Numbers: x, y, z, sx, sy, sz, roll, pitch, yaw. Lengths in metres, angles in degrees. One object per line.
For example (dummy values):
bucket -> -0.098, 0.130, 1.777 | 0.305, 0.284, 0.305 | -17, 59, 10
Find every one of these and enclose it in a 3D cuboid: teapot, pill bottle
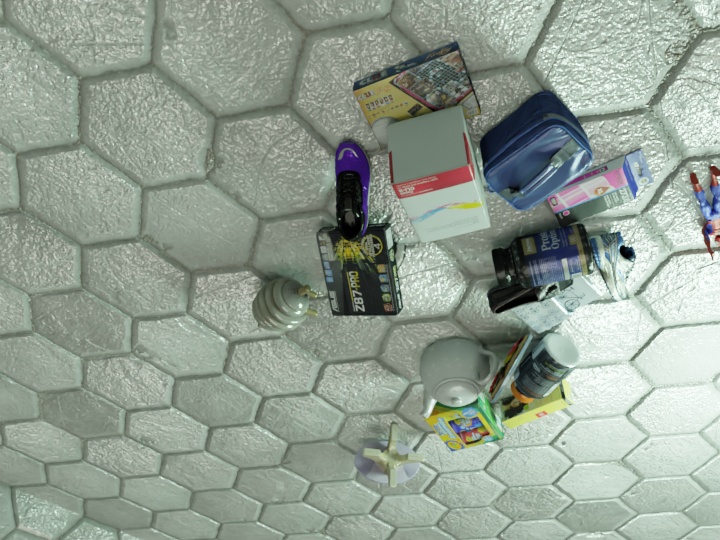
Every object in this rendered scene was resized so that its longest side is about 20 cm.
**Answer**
teapot -> 0.248, 0.280, 1.666 | 0.196, 0.146, 0.201 | -2, 133, 4
pill bottle -> 0.465, 0.259, 1.662 | 0.106, 0.107, 0.200 | 17, 132, -13
pill bottle -> 0.388, -0.025, 1.387 | 0.199, 0.112, 0.112 | -13, 132, 14

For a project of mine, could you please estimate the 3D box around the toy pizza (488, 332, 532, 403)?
toy pizza -> 0.366, 0.238, 1.603 | 0.032, 0.200, 0.201 | 29, 135, 15

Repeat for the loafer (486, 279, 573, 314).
loafer -> 0.388, 0.055, 1.471 | 0.199, 0.063, 0.072 | -17, 130, 19

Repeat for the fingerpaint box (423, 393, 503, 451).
fingerpaint box -> 0.295, 0.426, 1.854 | 0.166, 0.074, 0.200 | -20, 130, 20

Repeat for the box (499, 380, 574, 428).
box -> 0.482, 0.366, 1.787 | 0.200, 0.075, 0.050 | -31, 126, 27

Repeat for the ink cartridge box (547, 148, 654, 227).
ink cartridge box -> 0.482, -0.163, 1.306 | 0.199, 0.037, 0.095 | -24, 129, 21

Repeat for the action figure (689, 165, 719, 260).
action figure -> 0.720, -0.103, 1.309 | 0.065, 0.099, 0.200 | -20, 132, 22

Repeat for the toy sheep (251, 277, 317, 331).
toy sheep -> -0.177, 0.078, 1.507 | 0.138, 0.138, 0.200 | 33, 131, -26

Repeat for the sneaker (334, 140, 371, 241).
sneaker -> -0.017, -0.148, 1.269 | 0.069, 0.100, 0.201 | -1, 113, 10

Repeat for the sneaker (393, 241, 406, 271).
sneaker -> 0.034, 0.005, 1.471 | 0.079, 0.074, 0.201 | 23, 125, -6

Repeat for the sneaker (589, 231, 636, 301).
sneaker -> 0.569, -0.008, 1.423 | 0.085, 0.077, 0.200 | -24, 129, 19

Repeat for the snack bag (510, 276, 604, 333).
snack bag -> 0.449, 0.059, 1.528 | 0.200, 0.021, 0.188 | -34, 123, 30

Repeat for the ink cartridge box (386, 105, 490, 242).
ink cartridge box -> 0.148, -0.172, 1.206 | 0.144, 0.146, 0.200 | -13, 146, 16

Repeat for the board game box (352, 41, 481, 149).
board game box -> 0.104, -0.314, 1.177 | 0.199, 0.035, 0.136 | -16, 131, 18

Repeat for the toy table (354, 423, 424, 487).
toy table -> 0.087, 0.566, 1.942 | 0.199, 0.185, 0.117 | -4, 151, -10

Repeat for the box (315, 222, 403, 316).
box -> 0.000, 0.000, 1.408 | 0.160, 0.049, 0.201 | -1, 112, 23

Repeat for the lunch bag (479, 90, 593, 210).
lunch bag -> 0.315, -0.209, 1.199 | 0.136, 0.133, 0.200 | 33, 127, -25
